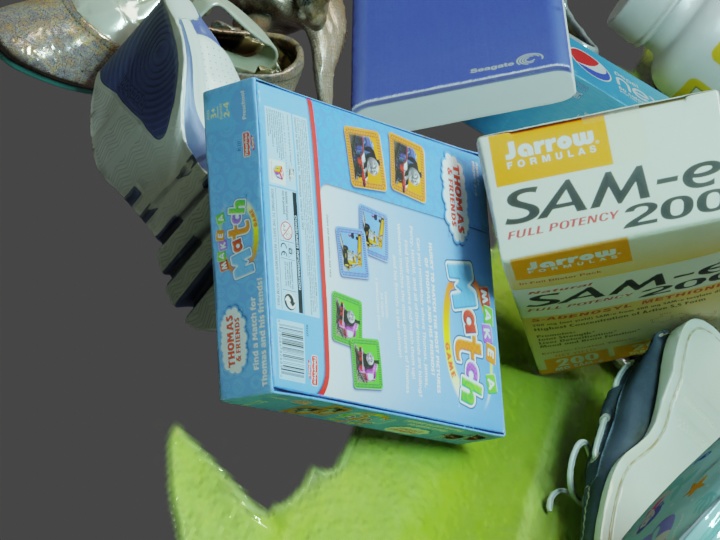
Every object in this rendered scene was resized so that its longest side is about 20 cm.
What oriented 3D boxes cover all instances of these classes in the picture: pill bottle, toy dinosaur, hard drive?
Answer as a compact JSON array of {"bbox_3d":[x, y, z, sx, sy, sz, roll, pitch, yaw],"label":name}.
[{"bbox_3d":[0.278,-0.148,2.142,0.200,0.111,0.111,37,24,-4],"label":"pill bottle"},{"bbox_3d":[-0.058,-0.180,1.772,0.200,0.086,0.136,46,18,4],"label":"toy dinosaur"},{"bbox_3d":[0.060,-0.148,1.840,0.200,0.132,0.025,-90,167,-61],"label":"hard drive"}]

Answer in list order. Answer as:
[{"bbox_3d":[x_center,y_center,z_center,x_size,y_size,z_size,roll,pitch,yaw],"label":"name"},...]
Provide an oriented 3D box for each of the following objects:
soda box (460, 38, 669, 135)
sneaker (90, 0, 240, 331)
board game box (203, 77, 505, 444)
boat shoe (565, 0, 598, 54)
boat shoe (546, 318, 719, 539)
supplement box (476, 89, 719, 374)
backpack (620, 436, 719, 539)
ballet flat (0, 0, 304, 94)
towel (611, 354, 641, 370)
[{"bbox_3d":[0.155,-0.090,1.918,0.200,0.068,0.064,30,23,-19],"label":"soda box"},{"bbox_3d":[-0.059,-0.038,1.533,0.115,0.081,0.200,19,37,-44],"label":"sneaker"},{"bbox_3d":[0.000,0.000,1.468,0.200,0.037,0.152,14,68,-53],"label":"board game box"},{"bbox_3d":[0.119,-0.174,2.020,0.074,0.065,0.202,28,26,-21],"label":"boat shoe"},{"bbox_3d":[0.145,0.106,1.557,0.075,0.062,0.200,40,43,-22],"label":"boat shoe"},{"bbox_3d":[0.139,-0.016,1.580,0.200,0.126,0.074,62,17,-69],"label":"supplement box"},{"bbox_3d":[0.184,0.169,1.373,0.150,0.178,0.200,34,37,-6],"label":"backpack"},{"bbox_3d":[-0.110,-0.127,1.617,0.200,0.067,0.068,12,35,-45],"label":"ballet flat"},{"bbox_3d":[0.220,0.036,1.769,0.200,0.086,0.166,47,26,19],"label":"towel"}]
